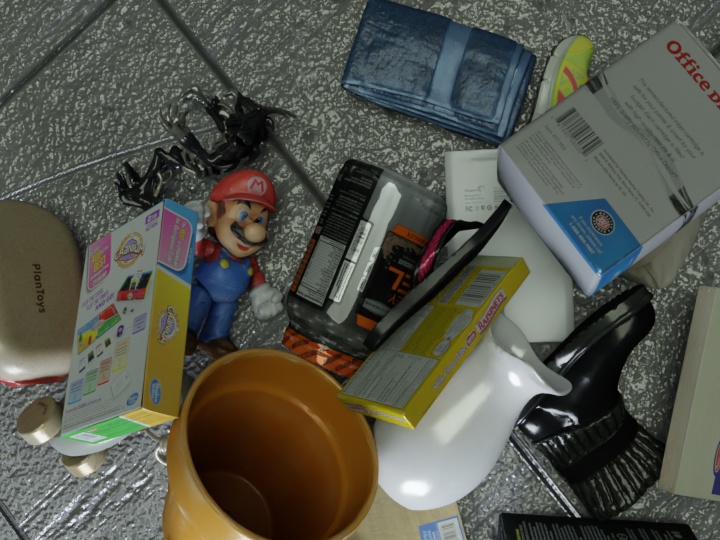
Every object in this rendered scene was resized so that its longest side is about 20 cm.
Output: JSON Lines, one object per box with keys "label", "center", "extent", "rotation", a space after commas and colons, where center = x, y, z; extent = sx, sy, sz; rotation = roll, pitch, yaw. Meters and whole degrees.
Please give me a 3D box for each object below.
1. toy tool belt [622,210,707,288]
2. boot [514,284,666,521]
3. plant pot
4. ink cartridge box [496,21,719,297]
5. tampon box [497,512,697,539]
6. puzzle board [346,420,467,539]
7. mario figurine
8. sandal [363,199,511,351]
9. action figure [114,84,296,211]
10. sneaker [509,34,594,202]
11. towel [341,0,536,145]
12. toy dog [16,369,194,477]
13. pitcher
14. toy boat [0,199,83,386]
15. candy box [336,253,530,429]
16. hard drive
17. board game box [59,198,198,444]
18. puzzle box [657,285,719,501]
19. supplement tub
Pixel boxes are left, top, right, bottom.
{"label": "toy tool belt", "center": [0.286, -0.092, 0.896], "extent": [0.121, 0.125, 0.203], "rotation": [26, 89, -2]}
{"label": "boot", "center": [0.254, 0.132, 0.887], "extent": [0.158, 0.079, 0.212], "rotation": [44, 121, 8]}
{"label": "plant pot", "center": [-0.108, 0.212, 0.877], "extent": [0.200, 0.200, 0.184], "rotation": [42, 132, 6]}
{"label": "ink cartridge box", "center": [0.242, -0.098, 0.803], "extent": [0.198, 0.086, 0.148], "rotation": [-34, 73, -5]}
{"label": "tampon box", "center": [0.231, 0.335, 0.868], "extent": [0.195, 0.126, 0.154], "rotation": [2, 96, 6]}
{"label": "puzzle board", "center": [0.031, 0.263, 0.957], "extent": [0.147, 0.017, 0.204], "rotation": [-16, 86, 4]}
{"label": "mario figurine", "center": [-0.134, -0.005, 0.935], "extent": [0.104, 0.123, 0.204], "rotation": [19, 95, 15]}
{"label": "sandal", "center": [0.068, -0.007, 0.853], "extent": [0.199, 0.075, 0.045], "rotation": [-42, 79, -10]}
{"label": "action figure", "center": [-0.171, -0.140, 0.947], "extent": [0.198, 0.119, 0.103], "rotation": [-31, 102, 11]}
{"label": "sneaker", "center": [0.215, -0.147, 0.908], "extent": [0.088, 0.078, 0.204], "rotation": [14, 70, 15]}
{"label": "towel", "center": [0.082, -0.214, 0.958], "extent": [0.196, 0.049, 0.114], "rotation": [19, 89, 7]}
{"label": "toy dog", "center": [-0.259, 0.142, 0.956], "extent": [0.195, 0.134, 0.098], "rotation": [-5, 44, 0]}
{"label": "pitcher", "center": [0.092, 0.122, 0.892], "extent": [0.120, 0.173, 0.201], "rotation": [27, 115, -34]}
{"label": "toy boat", "center": [-0.374, 0.031, 0.967], "extent": [0.129, 0.129, 0.204], "rotation": [-25, 73, 41]}
{"label": "candy box", "center": [0.071, 0.060, 0.853], "extent": [0.200, 0.101, 0.027], "rotation": [-49, 117, -25]}
{"label": "hard drive", "center": [0.157, -0.026, 0.952], "extent": [0.129, 0.025, 0.205], "rotation": [-2, 87, 6]}
{"label": "board game box", "center": [-0.222, 0.051, 0.862], "extent": [0.151, 0.040, 0.204], "rotation": [-21, 59, 42]}
{"label": "puzzle box", "center": [0.369, 0.128, 0.891], "extent": [0.131, 0.025, 0.205], "rotation": [14, 88, -26]}
{"label": "supplement tub", "center": [0.000, 0.000, 0.919], "extent": [0.120, 0.122, 0.204], "rotation": [23, 90, 6]}
